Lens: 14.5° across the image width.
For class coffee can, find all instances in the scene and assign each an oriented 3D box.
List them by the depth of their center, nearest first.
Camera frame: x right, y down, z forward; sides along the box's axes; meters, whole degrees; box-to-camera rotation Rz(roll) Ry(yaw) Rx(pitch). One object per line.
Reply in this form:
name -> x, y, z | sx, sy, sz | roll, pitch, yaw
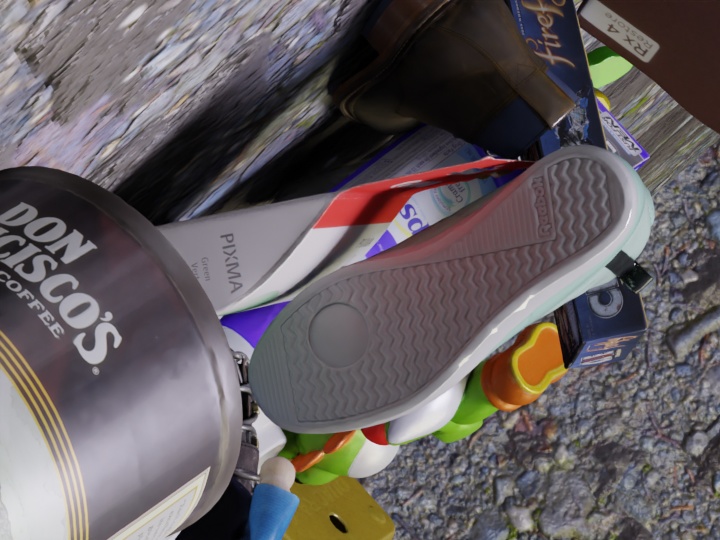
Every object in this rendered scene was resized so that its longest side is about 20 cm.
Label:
coffee can -> -0.157, 0.069, 0.954 | 0.200, 0.146, 0.146 | -35, 170, -46

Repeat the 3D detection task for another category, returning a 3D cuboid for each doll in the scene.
doll -> -0.086, 0.121, 1.241 | 0.136, 0.200, 0.048 | -45, 132, 10

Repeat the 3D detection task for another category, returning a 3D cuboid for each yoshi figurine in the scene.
yoshi figurine -> 0.028, 0.057, 1.611 | 0.112, 0.113, 0.200 | 4, 155, -40

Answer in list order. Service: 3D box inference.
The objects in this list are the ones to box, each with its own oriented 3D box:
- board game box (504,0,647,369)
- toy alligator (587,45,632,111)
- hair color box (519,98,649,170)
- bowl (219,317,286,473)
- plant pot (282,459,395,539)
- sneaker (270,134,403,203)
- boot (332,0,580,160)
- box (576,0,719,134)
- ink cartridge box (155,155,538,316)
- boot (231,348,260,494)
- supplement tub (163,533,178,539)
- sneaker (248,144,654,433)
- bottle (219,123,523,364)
board game box -> 0.103, -0.055, 1.442 | 0.035, 0.200, 0.135 | -12, 172, 0
toy alligator -> 0.087, -0.086, 1.763 | 0.200, 0.059, 0.054 | -41, 131, 4
hair color box -> 0.062, -0.037, 1.665 | 0.200, 0.109, 0.065 | -45, 173, 33
bowl -> -0.104, 0.090, 1.607 | 0.201, 0.094, 0.201 | -42, 173, -6
plant pot -> -0.099, 0.182, 1.779 | 0.176, 0.200, 0.200 | -46, 172, 20
sneaker -> 0.023, -0.062, 1.520 | 0.116, 0.074, 0.200 | -57, 167, 24
boot -> 0.046, -0.079, 1.355 | 0.075, 0.097, 0.200 | -42, 174, -12
box -> 0.241, -0.176, 1.389 | 0.200, 0.166, 0.164 | -55, 180, -25
ink cartridge box -> -0.020, -0.010, 1.272 | 0.200, 0.050, 0.161 | -9, 180, 13
boot -> -0.058, 0.116, 1.297 | 0.069, 0.174, 0.200 | 10, 154, -34
supplement tub -> -0.168, 0.115, 1.185 | 0.200, 0.145, 0.145 | -45, 172, 32
sneaker -> 0.050, 0.015, 1.296 | 0.200, 0.074, 0.118 | -31, 169, 13
bottle -> 0.000, 0.000, 1.417 | 0.200, 0.084, 0.065 | -37, -152, -30
